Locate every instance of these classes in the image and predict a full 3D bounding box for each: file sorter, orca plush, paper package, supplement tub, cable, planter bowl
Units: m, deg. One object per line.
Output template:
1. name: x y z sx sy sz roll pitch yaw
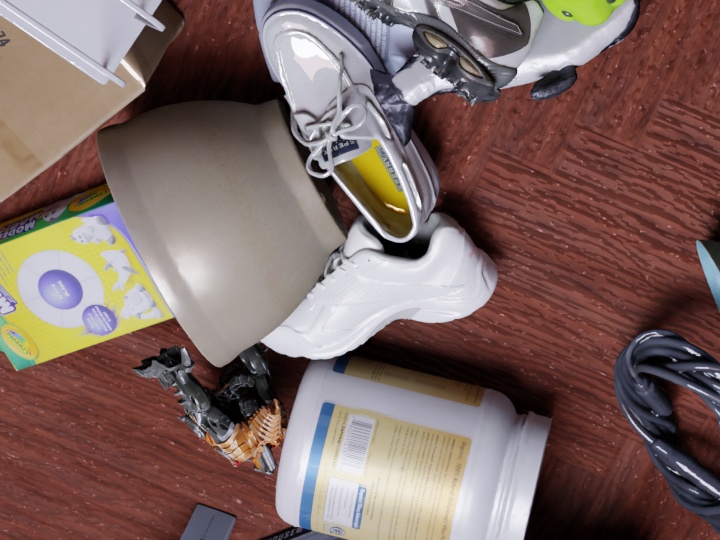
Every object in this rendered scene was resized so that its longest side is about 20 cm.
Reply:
1. file sorter: -0.168 -0.244 1.590 0.139 0.124 0.200 34 89 -18
2. orca plush: 0.112 -0.148 1.675 0.200 0.105 0.071 -35 155 5
3. paper package: -0.267 -0.186 1.735 0.190 0.104 0.200 -33 111 32
4. supplement tub: 0.043 0.154 1.856 0.199 0.145 0.145 14 126 6
5. cable: 0.262 0.121 1.794 0.200 0.051 0.163 58 162 -21
6. planter bowl: -0.093 -0.047 1.743 0.134 0.200 0.201 -28 115 5

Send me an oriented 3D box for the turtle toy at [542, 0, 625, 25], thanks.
1. turtle toy: 0.129 -0.263 1.575 0.145 0.101 0.200 -17 118 25

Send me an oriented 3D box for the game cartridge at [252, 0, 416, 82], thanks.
1. game cartridge: -0.013 -0.222 1.683 0.133 0.041 0.201 8 125 5

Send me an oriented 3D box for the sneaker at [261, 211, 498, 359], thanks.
1. sneaker: 0.000 0.000 1.802 0.199 0.078 0.100 -19 127 15

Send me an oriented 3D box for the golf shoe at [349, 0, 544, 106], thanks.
1. golf shoe: 0.039 -0.207 1.622 0.200 0.078 0.095 40 96 2

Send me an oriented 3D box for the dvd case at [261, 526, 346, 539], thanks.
1. dvd case: 0.007 0.297 2.039 0.150 0.025 0.200 -24 115 28

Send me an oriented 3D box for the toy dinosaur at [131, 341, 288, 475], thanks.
1. toy dinosaur: -0.095 0.104 1.867 0.200 0.102 0.136 -20 102 52

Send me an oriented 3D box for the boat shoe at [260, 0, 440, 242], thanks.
1. boat shoe: -0.014 -0.101 1.692 0.074 0.086 0.202 -19 118 26

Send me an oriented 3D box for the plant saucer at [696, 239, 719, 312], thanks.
1. plant saucer: 0.300 0.064 1.705 0.027 0.200 0.201 -25 116 3

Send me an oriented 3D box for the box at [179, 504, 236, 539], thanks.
1. box: -0.167 0.327 2.026 0.041 0.156 0.201 19 127 5

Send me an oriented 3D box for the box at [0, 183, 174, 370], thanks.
1. box: -0.246 0.007 1.897 0.199 0.048 0.118 -18 117 27
